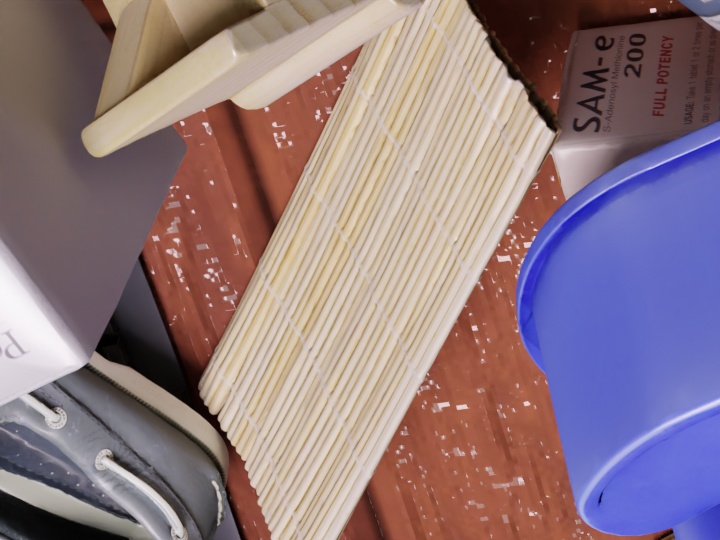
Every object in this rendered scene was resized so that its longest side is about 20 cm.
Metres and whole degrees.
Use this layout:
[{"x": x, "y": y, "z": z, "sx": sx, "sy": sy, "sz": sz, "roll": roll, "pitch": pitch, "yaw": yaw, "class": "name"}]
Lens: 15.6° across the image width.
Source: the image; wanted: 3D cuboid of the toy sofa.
[{"x": -0.057, "y": -0.140, "z": 0.671, "sx": 0.083, "sy": 0.097, "sz": 0.201, "roll": -27, "pitch": 89, "yaw": 54, "class": "toy sofa"}]

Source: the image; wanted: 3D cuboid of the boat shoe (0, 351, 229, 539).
[{"x": -0.128, "y": 0.046, "z": 0.847, "sx": 0.199, "sy": 0.062, "sz": 0.073, "roll": 31, "pitch": 129, "yaw": -24, "class": "boat shoe"}]

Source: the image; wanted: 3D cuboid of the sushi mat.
[{"x": 0.000, "y": 0.000, "z": 0.819, "sx": 0.012, "sy": 0.096, "sz": 0.201, "roll": -1, "pitch": 134, "yaw": -34, "class": "sushi mat"}]

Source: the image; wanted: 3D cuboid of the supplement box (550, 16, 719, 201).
[{"x": 0.166, "y": -0.014, "z": 0.780, "sx": 0.199, "sy": 0.074, "sz": 0.127, "roll": -5, "pitch": 124, "yaw": 15, "class": "supplement box"}]

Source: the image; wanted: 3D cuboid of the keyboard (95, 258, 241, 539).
[{"x": -0.118, "y": 0.062, "z": 0.912, "sx": 0.126, "sy": 0.021, "sz": 0.201, "roll": -13, "pitch": 120, "yaw": 7, "class": "keyboard"}]

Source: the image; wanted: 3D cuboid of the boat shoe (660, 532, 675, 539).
[{"x": 0.176, "y": 0.101, "z": 0.862, "sx": 0.199, "sy": 0.068, "sz": 0.072, "roll": -28, "pitch": 115, "yaw": 27, "class": "boat shoe"}]

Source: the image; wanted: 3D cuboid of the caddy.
[{"x": 0.137, "y": 0.008, "z": 0.694, "sx": 0.199, "sy": 0.105, "sz": 0.141, "roll": -24, "pitch": 140, "yaw": 25, "class": "caddy"}]

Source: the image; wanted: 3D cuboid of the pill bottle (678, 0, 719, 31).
[{"x": 0.075, "y": -0.147, "z": 0.678, "sx": 0.199, "sy": 0.120, "sz": 0.120, "roll": 33, "pitch": 124, "yaw": -12, "class": "pill bottle"}]

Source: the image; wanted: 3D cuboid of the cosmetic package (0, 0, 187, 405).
[{"x": -0.189, "y": -0.041, "z": 0.700, "sx": 0.199, "sy": 0.123, "sz": 0.200, "roll": -26, "pitch": 115, "yaw": 24, "class": "cosmetic package"}]
